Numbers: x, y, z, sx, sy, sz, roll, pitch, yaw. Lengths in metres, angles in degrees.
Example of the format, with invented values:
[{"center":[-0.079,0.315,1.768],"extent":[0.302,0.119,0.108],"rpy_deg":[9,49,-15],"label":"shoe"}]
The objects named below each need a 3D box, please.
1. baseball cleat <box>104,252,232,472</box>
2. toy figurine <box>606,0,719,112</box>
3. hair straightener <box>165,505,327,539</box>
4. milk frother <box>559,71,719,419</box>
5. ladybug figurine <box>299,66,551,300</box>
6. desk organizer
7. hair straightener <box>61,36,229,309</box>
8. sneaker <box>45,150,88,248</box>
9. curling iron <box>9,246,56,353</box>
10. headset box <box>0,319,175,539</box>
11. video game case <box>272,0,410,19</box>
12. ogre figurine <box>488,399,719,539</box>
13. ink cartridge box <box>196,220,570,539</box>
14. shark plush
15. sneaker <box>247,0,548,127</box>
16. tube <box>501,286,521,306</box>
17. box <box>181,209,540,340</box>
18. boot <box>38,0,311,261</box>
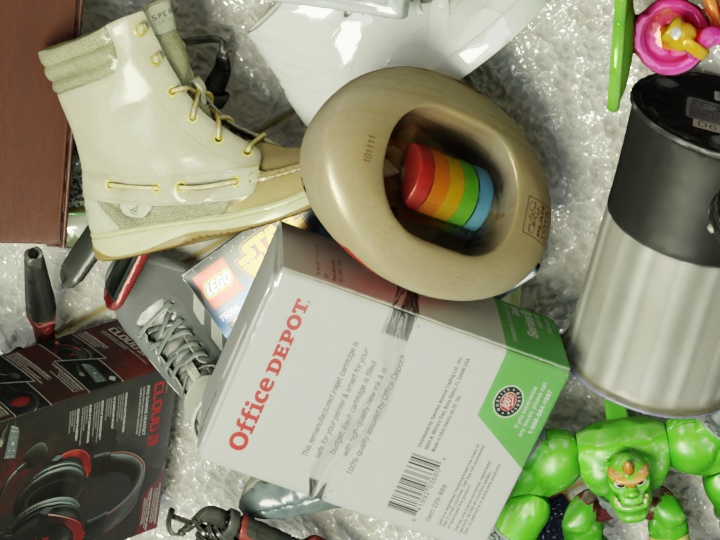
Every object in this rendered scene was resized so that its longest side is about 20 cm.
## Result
[{"center":[-0.109,0.061,1.456],"extent":[0.200,0.106,0.070],"rpy_deg":[43,102,8],"label":"baseball cleat"},{"center":[0.240,-0.184,1.225],"extent":[0.183,0.150,0.201],"rpy_deg":[5,106,7],"label":"toy figurine"},{"center":[-0.072,0.206,1.517],"extent":[0.077,0.041,0.200],"rpy_deg":[-13,153,41],"label":"hair straightener"},{"center":[0.210,0.010,1.283],"extent":[0.180,0.200,0.189],"rpy_deg":[23,121,19],"label":"milk frother"},{"center":[0.037,-0.050,1.307],"extent":[0.199,0.137,0.072],"rpy_deg":[24,161,-38],"label":"ladybug figurine"},{"center":[-0.238,-0.118,1.402],"extent":[0.072,0.077,0.201],"rpy_deg":[11,98,50],"label":"desk organizer"},{"center":[-0.150,-0.074,1.422],"extent":[0.077,0.041,0.201],"rpy_deg":[25,104,-24],"label":"hair straightener"},{"center":[-0.260,-0.075,1.495],"extent":[0.199,0.077,0.089],"rpy_deg":[7,107,8],"label":"sneaker"},{"center":[-0.231,0.038,1.501],"extent":[0.026,0.050,0.200],"rpy_deg":[37,150,9],"label":"curling iron"},{"center":[-0.218,0.130,1.513],"extent":[0.075,0.199,0.149],"rpy_deg":[33,124,36],"label":"headset box"},{"center":[-0.054,-0.260,1.318],"extent":[0.199,0.024,0.183],"rpy_deg":[10,96,15],"label":"video game case"},{"center":[0.176,0.153,1.429],"extent":[0.199,0.098,0.120],"rpy_deg":[2,118,20],"label":"ogre figurine"},{"center":[0.012,0.074,1.355],"extent":[0.199,0.084,0.146],"rpy_deg":[20,112,-12],"label":"ink cartridge box"},{"center":[0.018,0.154,1.493],"extent":[0.199,0.083,0.091],"rpy_deg":[9,117,15],"label":"shark plush"},{"center":[0.017,-0.166,1.345],"extent":[0.199,0.074,0.116],"rpy_deg":[-28,106,30],"label":"sneaker"},{"center":[0.011,0.021,1.454],"extent":[0.199,0.052,0.058],"rpy_deg":[9,153,11],"label":"tube"},{"center":[0.000,0.000,1.411],"extent":[0.200,0.040,0.137],"rpy_deg":[-34,93,12],"label":"box"},{"center":[-0.099,-0.101,1.355],"extent":[0.199,0.072,0.156],"rpy_deg":[-14,98,16],"label":"boot"}]
